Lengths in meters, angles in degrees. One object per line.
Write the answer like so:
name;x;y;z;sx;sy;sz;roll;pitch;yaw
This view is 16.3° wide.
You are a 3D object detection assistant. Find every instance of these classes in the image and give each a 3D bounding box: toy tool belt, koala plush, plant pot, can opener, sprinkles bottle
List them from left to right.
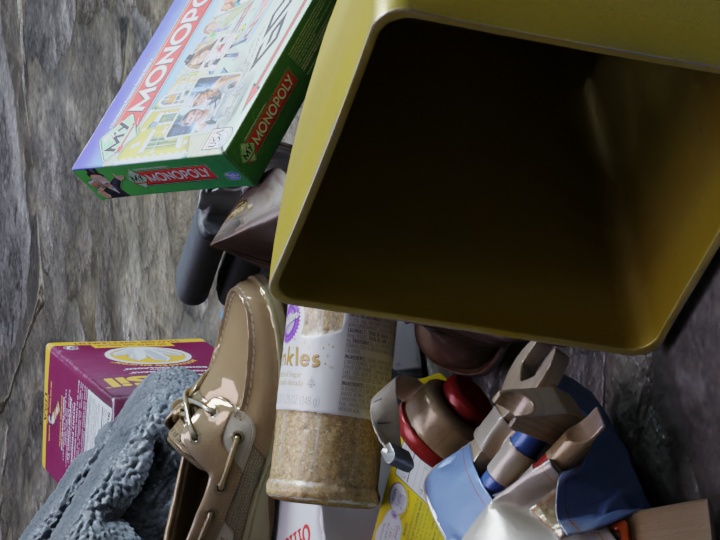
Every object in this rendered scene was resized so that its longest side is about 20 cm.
koala plush;-0.101;0.185;1.677;0.184;0.200;0.177;-57;12;-21
can opener;-0.075;-0.044;1.508;0.200;0.053;0.067;116;155;-64
sprinkles bottle;-0.011;0.035;1.452;0.068;0.068;0.201;170;107;-69
plant pot;0.073;-0.100;1.199;0.200;0.199;0.177;114;160;-47
toy tool belt;0.099;0.100;1.252;0.123;0.125;0.200;-45;43;18

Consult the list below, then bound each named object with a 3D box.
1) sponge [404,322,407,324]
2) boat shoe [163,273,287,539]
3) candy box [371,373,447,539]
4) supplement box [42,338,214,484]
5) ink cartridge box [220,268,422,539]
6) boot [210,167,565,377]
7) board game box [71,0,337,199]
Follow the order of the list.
sponge;0.032;-0.079;1.508;0.112;0.030;0.201;116;147;-48
boat shoe;-0.083;0.100;1.527;0.071;0.064;0.201;-139;52;-63
candy box;0.049;0.167;1.428;0.102;0.026;0.201;38;130;32
supplement box;-0.151;0.119;1.852;0.200;0.130;0.104;-154;65;-66
ink cartridge box;-0.021;0.098;1.572;0.146;0.085;0.201;137;128;-62
boot;0.000;0.000;1.346;0.186;0.199;0.065;-21;57;64
board game box;-0.061;-0.128;1.347;0.134;0.029;0.201;-3;51;48
